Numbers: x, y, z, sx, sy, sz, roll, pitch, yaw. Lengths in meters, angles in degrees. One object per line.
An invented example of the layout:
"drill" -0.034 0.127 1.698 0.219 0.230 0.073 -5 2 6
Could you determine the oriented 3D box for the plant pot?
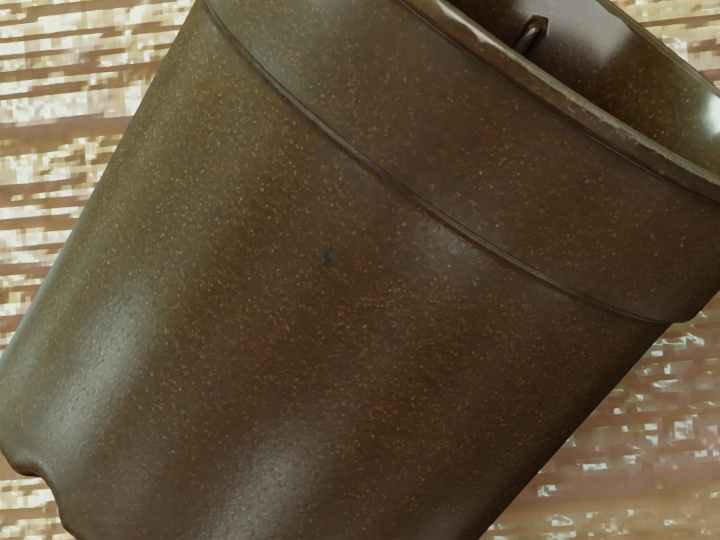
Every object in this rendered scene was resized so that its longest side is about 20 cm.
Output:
"plant pot" 0.000 0.000 0.873 0.200 0.200 0.198 38 104 12
